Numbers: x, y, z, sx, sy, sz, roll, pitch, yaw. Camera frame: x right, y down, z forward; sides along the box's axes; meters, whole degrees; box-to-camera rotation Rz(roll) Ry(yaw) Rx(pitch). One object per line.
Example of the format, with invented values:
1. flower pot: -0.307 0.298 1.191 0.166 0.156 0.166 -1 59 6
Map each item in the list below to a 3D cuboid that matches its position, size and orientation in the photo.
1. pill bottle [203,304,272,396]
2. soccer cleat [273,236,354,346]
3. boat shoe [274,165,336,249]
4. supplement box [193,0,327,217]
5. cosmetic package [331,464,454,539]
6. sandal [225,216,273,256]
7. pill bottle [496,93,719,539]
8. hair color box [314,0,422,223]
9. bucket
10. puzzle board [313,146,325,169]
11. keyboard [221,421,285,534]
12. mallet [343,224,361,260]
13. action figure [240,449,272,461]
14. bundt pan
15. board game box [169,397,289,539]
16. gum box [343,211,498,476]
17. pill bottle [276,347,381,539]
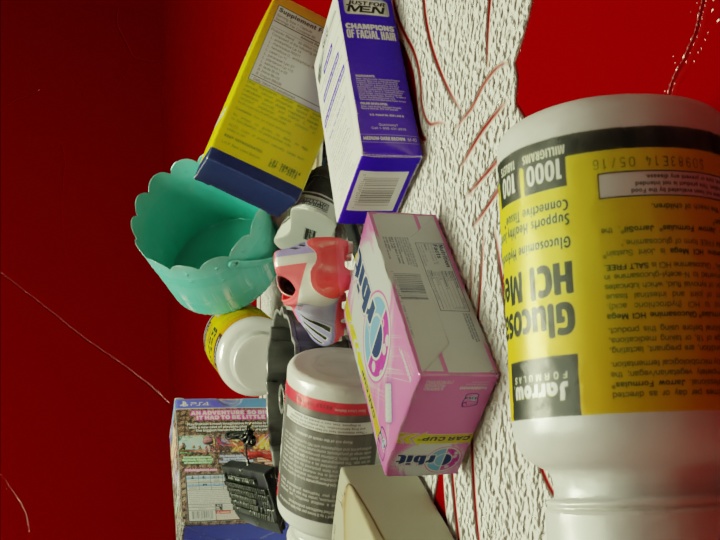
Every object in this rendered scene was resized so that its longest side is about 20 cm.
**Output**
1. pill bottle: -0.157 0.112 1.494 0.200 0.108 0.111 -159 71 -73
2. soccer cleat: -0.047 0.021 1.028 0.200 0.075 0.068 104 165 -68
3. boat shoe: -0.052 -0.062 1.227 0.200 0.070 0.064 129 161 -70
4. supplement box: -0.091 -0.178 1.164 0.202 0.108 0.109 -68 13 -12
5. cosmetic package: 0.034 0.255 0.878 0.200 0.072 0.105 -130 43 -65
6. sandal: -0.162 -0.054 1.632 0.070 0.076 0.214 79 -175 -51
7. pill bottle: 0.124 0.029 0.499 0.112 0.111 0.203 145 124 -71
8. hair color box: 0.004 -0.158 1.030 0.110 0.064 0.202 114 150 -56
9. bucket: -0.211 -0.048 1.505 0.135 0.204 0.209 69 -173 -52
10. puzzle board: -0.071 -0.187 1.382 0.200 0.017 0.153 -153 66 -72
11. keyboard: -0.137 0.247 1.280 0.200 0.020 0.129 160 98 -67
12. mallet: 0.000 0.000 1.093 0.200 0.041 0.067 -112 25 -65
13. action figure: -0.094 0.278 1.297 0.200 0.097 0.066 -123 38 -67
14. bundt pan: -0.053 0.140 1.179 0.202 0.075 0.205 178 90 -75
15. board game box: -0.179 0.286 1.473 0.098 0.157 0.202 108 158 -45
16. gum box: 0.041 0.052 0.874 0.201 0.065 0.114 -106 24 -46
17. pill bottle: -0.023 0.185 1.016 0.111 0.109 0.203 -134 47 -68
